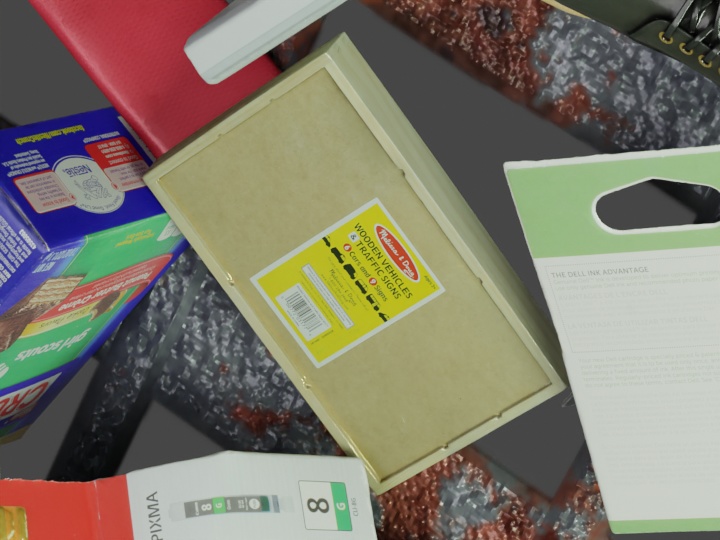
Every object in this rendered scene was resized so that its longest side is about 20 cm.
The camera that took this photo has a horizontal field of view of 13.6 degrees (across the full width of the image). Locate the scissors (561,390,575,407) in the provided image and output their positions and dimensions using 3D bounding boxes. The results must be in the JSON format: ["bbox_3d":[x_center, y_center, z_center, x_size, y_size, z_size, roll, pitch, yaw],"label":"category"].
[{"bbox_3d":[0.161,-0.003,1.414,0.199,0.014,0.073,-28,91,31],"label":"scissors"}]

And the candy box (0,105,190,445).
[{"bbox_3d":[-0.184,0.014,1.507,0.200,0.169,0.077,-45,77,28],"label":"candy box"}]

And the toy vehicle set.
[{"bbox_3d":[0.000,0.000,1.461,0.124,0.027,0.200,-30,101,29],"label":"toy vehicle set"}]

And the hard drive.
[{"bbox_3d":[0.022,-0.160,1.379,0.199,0.132,0.027,-29,99,30],"label":"hard drive"}]

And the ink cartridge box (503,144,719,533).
[{"bbox_3d":[0.159,0.025,1.369,0.145,0.048,0.201,-4,117,29],"label":"ink cartridge box"}]

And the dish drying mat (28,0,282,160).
[{"bbox_3d":[-0.125,-0.145,1.510,0.077,0.018,0.200,-39,82,-3],"label":"dish drying mat"}]

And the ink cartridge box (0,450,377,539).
[{"bbox_3d":[-0.081,0.164,1.421,0.050,0.199,0.162,-45,47,50],"label":"ink cartridge box"}]

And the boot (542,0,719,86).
[{"bbox_3d":[0.154,-0.104,1.264,0.078,0.199,0.139,-64,28,24],"label":"boot"}]
